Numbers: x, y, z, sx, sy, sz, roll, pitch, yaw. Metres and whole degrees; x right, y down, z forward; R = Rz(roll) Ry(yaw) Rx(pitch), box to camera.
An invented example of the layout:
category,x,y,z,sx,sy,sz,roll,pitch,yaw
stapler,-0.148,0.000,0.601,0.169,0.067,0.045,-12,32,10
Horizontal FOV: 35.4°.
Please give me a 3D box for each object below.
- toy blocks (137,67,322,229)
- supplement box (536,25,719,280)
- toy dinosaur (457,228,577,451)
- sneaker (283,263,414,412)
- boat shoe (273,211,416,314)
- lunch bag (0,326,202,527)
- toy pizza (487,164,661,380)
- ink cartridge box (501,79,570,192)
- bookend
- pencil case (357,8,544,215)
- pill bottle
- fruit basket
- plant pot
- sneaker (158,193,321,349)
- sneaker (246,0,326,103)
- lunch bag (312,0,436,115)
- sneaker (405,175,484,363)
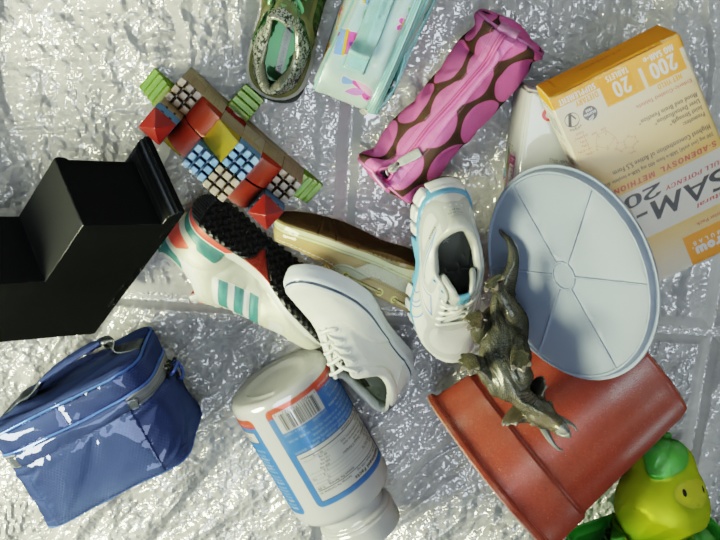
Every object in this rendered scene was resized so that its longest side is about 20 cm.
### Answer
category,x,y,z,sx,sy,sz,roll,pitch,yaw
toy blocks,-0.126,-0.112,1.060,0.200,0.137,0.100,41,102,-13
supplement box,0.257,-0.100,1.016,0.125,0.074,0.201,-26,107,7
toy dinosaur,0.130,0.065,1.028,0.077,0.102,0.201,-19,65,11
sneaker,-0.010,0.070,1.112,0.073,0.071,0.200,-10,139,37
boat shoe,0.000,0.000,1.129,0.199,0.074,0.067,21,108,-8
lunch bag,-0.262,0.144,1.138,0.199,0.136,0.133,-28,106,7
toy pizza,0.192,0.001,1.015,0.032,0.200,0.201,-20,111,-34
ink cartridge box,0.215,-0.080,1.104,0.143,0.085,0.201,4,109,-3
bookend,-0.299,-0.026,1.017,0.199,0.199,0.092,-47,61,37
pencil case,0.085,-0.154,1.071,0.091,0.094,0.200,41,102,15
pill bottle,-0.041,0.192,1.170,0.112,0.112,0.201,-26,106,7
fruit basket,0.314,0.279,1.159,0.215,0.156,0.216,-23,140,-21
plant pot,0.203,0.142,1.127,0.195,0.201,0.201,-40,104,2
sneaker,-0.119,0.014,1.146,0.093,0.071,0.200,-31,115,35
sneaker,-0.062,-0.249,1.043,0.076,0.089,0.201,8,107,-3
lunch bag,0.024,-0.237,1.011,0.077,0.160,0.201,21,105,-7
sneaker,0.084,0.018,1.066,0.074,0.087,0.201,-11,125,-5
